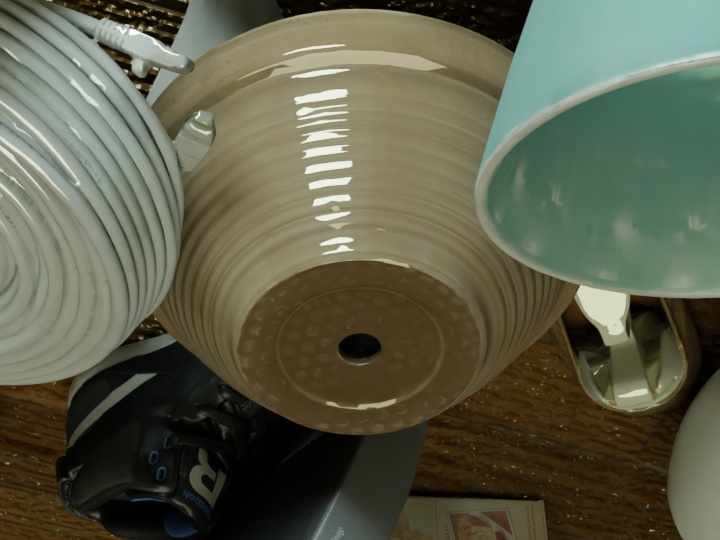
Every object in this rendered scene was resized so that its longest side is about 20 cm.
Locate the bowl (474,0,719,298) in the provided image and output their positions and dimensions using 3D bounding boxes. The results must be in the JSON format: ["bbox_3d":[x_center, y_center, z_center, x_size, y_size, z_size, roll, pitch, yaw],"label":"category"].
[{"bbox_3d":[0.139,-0.075,0.777,0.200,0.105,0.201,-1,155,-1],"label":"bowl"}]

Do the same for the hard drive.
[{"bbox_3d":[-0.033,0.119,0.967,0.135,0.200,0.042,-37,103,29],"label":"hard drive"}]

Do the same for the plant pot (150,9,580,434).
[{"bbox_3d":[0.000,0.000,0.855,0.200,0.093,0.201,-1,131,-1],"label":"plant pot"}]

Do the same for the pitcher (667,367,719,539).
[{"bbox_3d":[0.251,0.065,0.990,0.171,0.122,0.200,-15,156,-42],"label":"pitcher"}]

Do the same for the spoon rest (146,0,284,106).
[{"bbox_3d":[-0.053,-0.078,0.903,0.099,0.061,0.200,1,144,0],"label":"spoon rest"}]

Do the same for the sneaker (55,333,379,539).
[{"bbox_3d":[-0.054,0.067,0.982,0.200,0.112,0.073,-28,127,22],"label":"sneaker"}]

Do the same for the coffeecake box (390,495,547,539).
[{"bbox_3d":[-0.007,0.196,1.120,0.199,0.073,0.154,3,131,-3],"label":"coffeecake box"}]

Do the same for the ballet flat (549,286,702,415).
[{"bbox_3d":[0.117,0.016,0.967,0.068,0.072,0.200,-15,130,9],"label":"ballet flat"}]

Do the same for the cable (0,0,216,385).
[{"bbox_3d":[-0.165,-0.034,0.812,0.199,0.069,0.200,23,141,2],"label":"cable"}]
